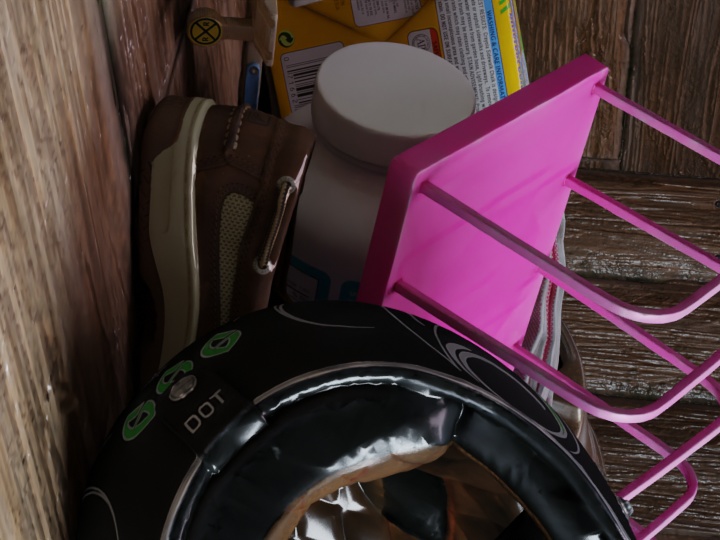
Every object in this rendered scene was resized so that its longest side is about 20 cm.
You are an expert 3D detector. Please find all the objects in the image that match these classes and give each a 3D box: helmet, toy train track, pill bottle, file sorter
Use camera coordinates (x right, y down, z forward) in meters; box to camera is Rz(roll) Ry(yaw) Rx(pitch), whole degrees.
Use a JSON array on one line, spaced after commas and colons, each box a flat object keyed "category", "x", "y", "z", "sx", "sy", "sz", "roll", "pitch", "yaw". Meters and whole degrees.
[{"category": "helmet", "x": -0.002, "y": 0.108, "z": 0.689, "sx": 0.191, "sy": 0.198, "sz": 0.202, "roll": 155, "pitch": -59, "yaw": -81}, {"category": "toy train track", "x": -0.056, "y": -0.089, "z": 0.816, "sx": 0.115, "sy": 0.032, "sz": 0.201, "roll": -96, "pitch": -169, "yaw": -52}, {"category": "pill bottle", "x": 0.000, "y": 0.000, "z": 0.902, "sx": 0.111, "sy": 0.110, "sz": 0.201, "roll": -78, "pitch": 180, "yaw": -51}, {"category": "file sorter", "x": 0.078, "y": 0.045, "z": 0.817, "sx": 0.139, "sy": 0.125, "sz": 0.201, "roll": -30, "pitch": 144, "yaw": -45}]

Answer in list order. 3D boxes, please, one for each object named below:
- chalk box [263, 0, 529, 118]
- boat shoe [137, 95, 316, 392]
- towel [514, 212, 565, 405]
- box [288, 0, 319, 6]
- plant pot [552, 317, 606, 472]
[{"category": "chalk box", "x": 0.027, "y": -0.096, "z": 1.044, "sx": 0.200, "sy": 0.123, "sz": 0.126, "roll": -37, "pitch": 117, "yaw": -81}, {"category": "boat shoe", "x": -0.045, "y": 0.034, "z": 0.780, "sx": 0.075, "sy": 0.074, "sz": 0.204, "roll": -75, "pitch": 168, "yaw": -60}, {"category": "towel", "x": 0.020, "y": 0.040, "z": 1.045, "sx": 0.030, "sy": 0.199, "sz": 0.148, "roll": 35, "pitch": 51, "yaw": -39}, {"category": "box", "x": 0.007, "y": -0.187, "z": 0.810, "sx": 0.200, "sy": 0.094, "sz": 0.078, "roll": 113, "pitch": -42, "yaw": -74}, {"category": "plant pot", "x": 0.053, "y": 0.099, "z": 1.183, "sx": 0.199, "sy": 0.198, "sz": 0.202, "roll": 83, "pitch": 13, "yaw": -66}]
